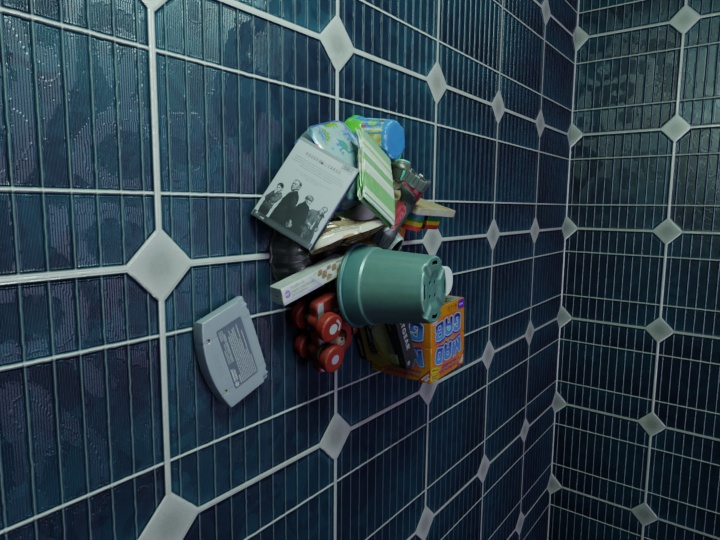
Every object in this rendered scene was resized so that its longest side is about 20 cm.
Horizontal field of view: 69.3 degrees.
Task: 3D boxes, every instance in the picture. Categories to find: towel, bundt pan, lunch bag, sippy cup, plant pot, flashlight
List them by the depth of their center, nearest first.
[{"bbox_3d":[0.080,0.039,1.186,0.200,0.195,0.202,-9,101,-60],"label":"plant pot"},{"bbox_3d":[0.034,-0.210,1.187,0.152,0.023,0.202,36,43,-49],"label":"towel"},{"bbox_3d":[-0.115,-0.043,1.207,0.201,0.075,0.204,-8,100,-52],"label":"bundt pan"},{"bbox_3d":[-0.049,-0.241,1.207,0.160,0.082,0.201,-33,92,-48],"label":"lunch bag"},{"bbox_3d":[-0.044,-0.172,1.257,0.201,0.031,0.149,54,41,-6],"label":"towel"},{"bbox_3d":[0.090,-0.146,1.263,0.201,0.067,0.068,-56,177,18],"label":"flashlight"},{"bbox_3d":[0.037,-0.327,1.324,0.178,0.130,0.141,-35,121,-44],"label":"sippy cup"}]

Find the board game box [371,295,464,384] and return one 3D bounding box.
[{"bbox_3d":[0.166,0.181,1.504,0.199,0.199,0.202,-14,107,-51],"label":"board game box"}]

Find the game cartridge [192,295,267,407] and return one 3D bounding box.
[{"bbox_3d":[-0.267,0.170,1.067,0.133,0.041,0.202,-38,124,-48],"label":"game cartridge"}]

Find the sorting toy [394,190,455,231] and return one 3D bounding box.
[{"bbox_3d":[0.120,-0.162,1.412,0.198,0.199,0.070,-5,116,-52],"label":"sorting toy"}]

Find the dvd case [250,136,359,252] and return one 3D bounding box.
[{"bbox_3d":[-0.116,-0.163,1.101,0.201,0.150,0.025,-58,174,-7],"label":"dvd case"}]

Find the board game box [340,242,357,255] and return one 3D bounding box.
[{"bbox_3d":[0.000,0.000,1.337,0.200,0.095,0.030,56,52,-35],"label":"board game box"}]

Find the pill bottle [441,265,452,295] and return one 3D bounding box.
[{"bbox_3d":[0.153,0.022,1.465,0.111,0.199,0.112,-11,103,-52],"label":"pill bottle"}]

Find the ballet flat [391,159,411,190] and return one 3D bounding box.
[{"bbox_3d":[0.079,-0.244,1.372,0.067,0.200,0.069,11,90,-10],"label":"ballet flat"}]

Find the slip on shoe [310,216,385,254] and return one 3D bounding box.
[{"bbox_3d":[-0.035,-0.094,1.162,0.199,0.076,0.061,-21,81,-25],"label":"slip on shoe"}]

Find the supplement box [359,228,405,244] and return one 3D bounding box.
[{"bbox_3d":[0.042,-0.108,1.404,0.199,0.068,0.067,-4,112,-50],"label":"supplement box"}]

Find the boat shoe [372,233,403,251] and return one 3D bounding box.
[{"bbox_3d":[0.058,-0.019,1.381,0.070,0.071,0.202,-16,138,-43],"label":"boat shoe"}]

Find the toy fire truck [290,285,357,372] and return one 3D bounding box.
[{"bbox_3d":[-0.065,0.135,1.240,0.167,0.112,0.202,-28,126,-40],"label":"toy fire truck"}]

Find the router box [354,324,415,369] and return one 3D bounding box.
[{"bbox_3d":[0.052,0.155,1.387,0.052,0.156,0.201,-40,125,-42],"label":"router box"}]

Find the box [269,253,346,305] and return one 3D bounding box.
[{"bbox_3d":[-0.107,0.017,1.132,0.199,0.041,0.039,-30,119,-42],"label":"box"}]
